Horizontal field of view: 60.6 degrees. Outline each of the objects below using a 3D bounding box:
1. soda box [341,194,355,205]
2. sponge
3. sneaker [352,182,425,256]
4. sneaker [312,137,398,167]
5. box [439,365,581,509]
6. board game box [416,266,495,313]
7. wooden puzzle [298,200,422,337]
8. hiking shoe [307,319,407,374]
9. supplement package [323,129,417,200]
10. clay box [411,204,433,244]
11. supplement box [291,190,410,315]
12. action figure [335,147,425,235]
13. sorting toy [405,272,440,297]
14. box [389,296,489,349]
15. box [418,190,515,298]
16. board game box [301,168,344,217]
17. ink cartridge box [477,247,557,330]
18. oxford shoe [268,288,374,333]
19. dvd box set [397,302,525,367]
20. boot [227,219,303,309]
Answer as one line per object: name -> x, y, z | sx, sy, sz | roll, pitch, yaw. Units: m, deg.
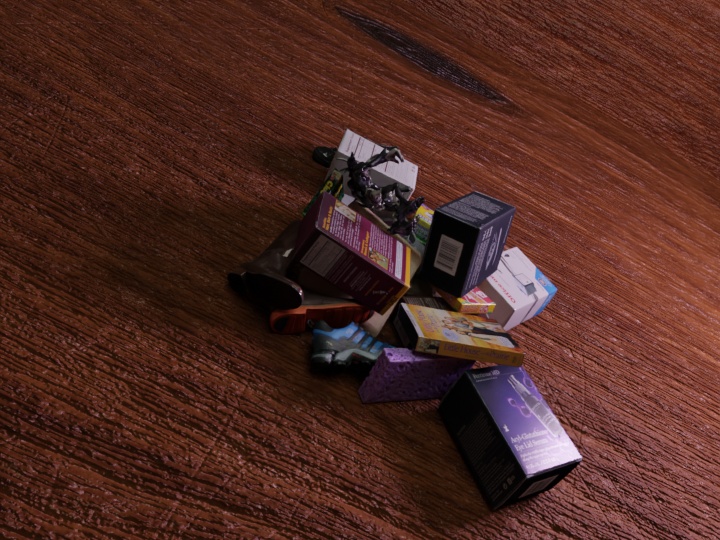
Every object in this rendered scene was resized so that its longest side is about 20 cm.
soda box -> -0.027, -0.073, 1.297 | 0.066, 0.064, 0.203 | 19, 39, -14
sponge -> 0.102, 0.179, 1.062 | 0.194, 0.113, 0.030 | 2, 41, -32
sneaker -> 0.076, -0.107, 1.240 | 0.196, 0.141, 0.079 | 29, 35, -8
sneaker -> -0.012, -0.291, 1.520 | 0.194, 0.106, 0.061 | 21, 37, -12
box -> 0.250, 0.274, 1.051 | 0.144, 0.106, 0.203 | -2, 48, -35
board game box -> 0.183, 0.024, 1.268 | 0.093, 0.031, 0.200 | 3, 26, -33
wooden puzzle -> 0.000, 0.000, 1.180 | 0.183, 0.046, 0.202 | 38, 69, -5
hiking shoe -> 0.005, 0.128, 1.067 | 0.194, 0.074, 0.090 | 7, 63, -29
supplement package -> 0.023, -0.217, 1.450 | 0.195, 0.119, 0.119 | 25, 37, -7
clay box -> 0.169, -0.092, 1.421 | 0.113, 0.048, 0.200 | 32, 17, 1
supplement box -> -0.012, -0.029, 1.073 | 0.197, 0.086, 0.112 | 32, 35, -18
action figure -> 0.040, -0.156, 1.138 | 0.100, 0.121, 0.201 | -30, 58, -20
sorting toy -> 0.107, -0.003, 1.341 | 0.196, 0.037, 0.188 | 29, 37, -11
box -> 0.163, 0.111, 1.215 | 0.194, 0.076, 0.102 | 2, 44, -30
box -> 0.216, -0.058, 1.239 | 0.102, 0.153, 0.198 | 25, 27, 25
board game box -> -0.070, -0.132, 1.214 | 0.023, 0.106, 0.200 | 34, -3, 2
ink cartridge box -> 0.332, 0.042, 1.398 | 0.197, 0.087, 0.147 | -15, 56, -45
oxford shoe -> -0.067, 0.060, 1.093 | 0.193, 0.072, 0.074 | 0, 47, -21
dvd box set -> 0.171, 0.111, 1.081 | 0.193, 0.030, 0.147 | 11, 17, -12
boot -> -0.115, -0.021, 1.099 | 0.182, 0.066, 0.199 | 16, 40, 35
